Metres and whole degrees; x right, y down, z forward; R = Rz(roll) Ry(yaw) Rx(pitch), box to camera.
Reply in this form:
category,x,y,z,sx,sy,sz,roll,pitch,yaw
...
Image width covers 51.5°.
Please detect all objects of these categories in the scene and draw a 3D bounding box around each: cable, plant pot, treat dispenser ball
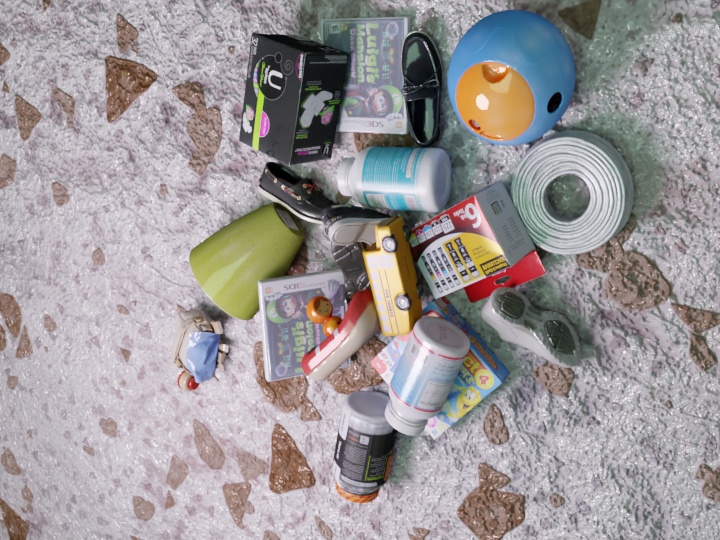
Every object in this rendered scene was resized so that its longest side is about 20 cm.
category,x,y,z,sx,sy,sz,roll,pitch,yaw
cable,0.346,-0.127,1.232,0.196,0.069,0.205,11,109,25
plant pot,-0.211,-0.037,1.508,0.199,0.187,0.188,-40,84,16
treat dispenser ball,0.234,-0.299,1.168,0.197,0.200,0.206,8,108,26

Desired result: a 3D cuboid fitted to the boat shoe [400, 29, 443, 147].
category,x,y,z,sx,sy,sz,roll,pitch,yaw
boat shoe,0.108,-0.314,1.304,0.073,0.062,0.205,-3,105,10

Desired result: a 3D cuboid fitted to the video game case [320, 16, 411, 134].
category,x,y,z,sx,sy,sz,roll,pitch,yaw
video game case,0.009,-0.358,1.376,0.178,0.023,0.205,8,107,26

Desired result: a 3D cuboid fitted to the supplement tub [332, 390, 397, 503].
category,x,y,z,sx,sy,sz,roll,pitch,yaw
supplement tub,0.008,0.359,1.518,0.120,0.122,0.205,19,111,22

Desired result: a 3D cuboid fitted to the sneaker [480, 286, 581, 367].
category,x,y,z,sx,sy,sz,roll,pitch,yaw
sneaker,0.300,0.106,1.329,0.198,0.079,0.099,37,156,-1

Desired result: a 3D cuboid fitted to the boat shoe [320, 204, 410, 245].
category,x,y,z,sx,sy,sz,roll,pitch,yaw
boat shoe,0.009,-0.084,1.364,0.061,0.197,0.074,56,130,30

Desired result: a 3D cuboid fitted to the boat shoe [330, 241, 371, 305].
category,x,y,z,sx,sy,sz,roll,pitch,yaw
boat shoe,0.000,0.000,1.452,0.074,0.074,0.204,-7,121,14

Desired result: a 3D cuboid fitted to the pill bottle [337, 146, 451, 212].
category,x,y,z,sx,sy,sz,roll,pitch,yaw
pill bottle,0.059,-0.167,1.351,0.196,0.110,0.114,6,107,26

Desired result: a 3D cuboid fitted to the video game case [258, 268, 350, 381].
category,x,y,z,sx,sy,sz,roll,pitch,yaw
video game case,-0.109,0.108,1.488,0.023,0.178,0.205,-148,52,-65

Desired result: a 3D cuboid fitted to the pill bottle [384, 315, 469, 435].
category,x,y,z,sx,sy,sz,roll,pitch,yaw
pill bottle,0.115,0.194,1.357,0.107,0.108,0.203,30,116,17

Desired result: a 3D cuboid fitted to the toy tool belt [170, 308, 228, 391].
category,x,y,z,sx,sy,sz,roll,pitch,yaw
toy tool belt,-0.355,0.192,1.668,0.121,0.124,0.205,18,113,31

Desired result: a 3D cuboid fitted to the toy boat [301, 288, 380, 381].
category,x,y,z,sx,sy,sz,roll,pitch,yaw
toy boat,-0.051,0.103,1.415,0.131,0.130,0.200,48,113,4

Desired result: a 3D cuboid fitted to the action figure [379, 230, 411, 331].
category,x,y,z,sx,sy,sz,roll,pitch,yaw
action figure,0.075,0.019,1.423,0.051,0.064,0.205,27,118,43

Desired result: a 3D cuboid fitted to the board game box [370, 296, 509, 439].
category,x,y,z,sx,sy,sz,roll,pitch,yaw
board game box,0.149,0.185,1.432,0.201,0.056,0.196,48,120,9

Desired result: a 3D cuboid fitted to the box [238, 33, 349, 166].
category,x,y,z,sx,sy,sz,roll,pitch,yaw
box,-0.126,-0.318,1.384,0.147,0.123,0.204,27,117,32

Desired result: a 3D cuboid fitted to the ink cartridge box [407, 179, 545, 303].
category,x,y,z,sx,sy,sz,roll,pitch,yaw
ink cartridge box,0.195,-0.030,1.297,0.199,0.083,0.178,-29,90,52

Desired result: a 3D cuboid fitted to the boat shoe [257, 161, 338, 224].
category,x,y,z,sx,sy,sz,roll,pitch,yaw
boat shoe,-0.115,-0.150,1.470,0.199,0.073,0.064,30,118,20

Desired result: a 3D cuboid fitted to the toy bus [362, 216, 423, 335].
category,x,y,z,sx,sy,sz,roll,pitch,yaw
toy bus,0.059,0.011,1.340,0.077,0.065,0.204,-5,108,32
